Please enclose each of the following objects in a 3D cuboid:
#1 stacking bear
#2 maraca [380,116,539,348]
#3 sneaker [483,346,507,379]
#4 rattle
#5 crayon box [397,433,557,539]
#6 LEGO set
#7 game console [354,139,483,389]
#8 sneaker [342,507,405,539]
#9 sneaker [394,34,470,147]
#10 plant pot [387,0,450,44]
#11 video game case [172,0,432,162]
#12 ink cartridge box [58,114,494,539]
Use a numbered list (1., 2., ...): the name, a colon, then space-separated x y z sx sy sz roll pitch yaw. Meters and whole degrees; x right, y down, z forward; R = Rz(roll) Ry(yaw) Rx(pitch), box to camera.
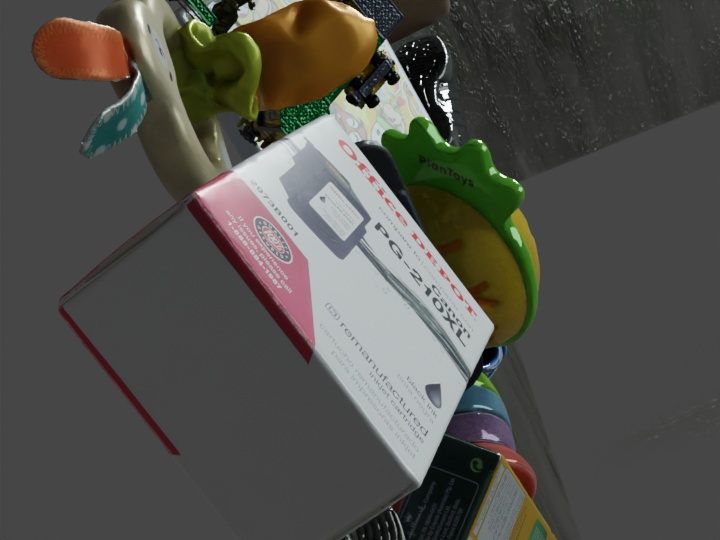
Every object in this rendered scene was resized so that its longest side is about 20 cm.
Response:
1. stacking bear: 0.045 0.101 1.032 0.122 0.113 0.201 77 -8 -47
2. maraca: 0.066 -0.022 0.964 0.107 0.137 0.201 -48 148 -33
3. sneaker: 0.075 0.081 1.167 0.074 0.082 0.201 -52 162 -33
4. rattle: -0.070 -0.106 0.715 0.200 0.142 0.131 58 30 -78
5. crayon box: 0.067 0.198 0.885 0.126 0.051 0.200 -65 152 -17
6. LEGO set: -0.075 -0.178 0.885 0.200 0.154 0.116 39 -12 -29
7. game console: 0.000 0.058 0.798 0.118 0.170 0.201 40 -19 53
8. sneaker: -0.006 0.181 0.690 0.085 0.077 0.201 148 -78 -78
9. sneaker: 0.069 -0.106 1.178 0.201 0.060 0.104 -94 162 -45
10. plant pot: -0.020 -0.252 1.143 0.200 0.173 0.202 -12 90 -87
11. video game case: -0.033 -0.132 0.988 0.182 0.023 0.201 -47 113 -43
12. ink cartridge box: -0.026 0.022 0.622 0.145 0.084 0.200 52 20 -4
